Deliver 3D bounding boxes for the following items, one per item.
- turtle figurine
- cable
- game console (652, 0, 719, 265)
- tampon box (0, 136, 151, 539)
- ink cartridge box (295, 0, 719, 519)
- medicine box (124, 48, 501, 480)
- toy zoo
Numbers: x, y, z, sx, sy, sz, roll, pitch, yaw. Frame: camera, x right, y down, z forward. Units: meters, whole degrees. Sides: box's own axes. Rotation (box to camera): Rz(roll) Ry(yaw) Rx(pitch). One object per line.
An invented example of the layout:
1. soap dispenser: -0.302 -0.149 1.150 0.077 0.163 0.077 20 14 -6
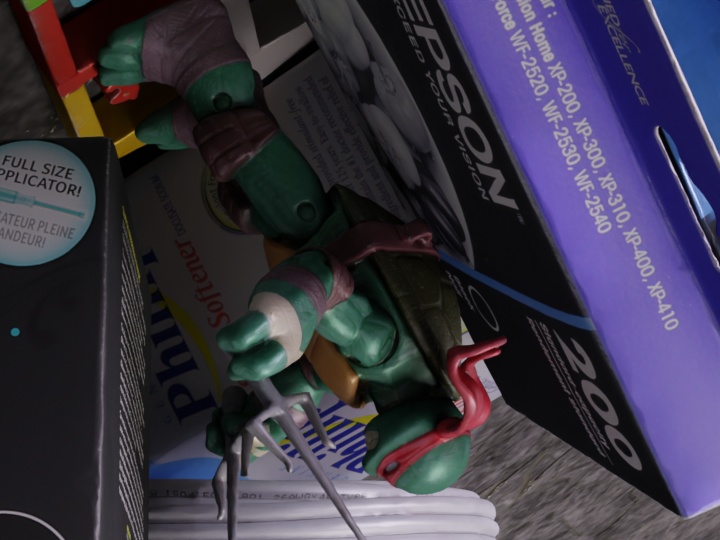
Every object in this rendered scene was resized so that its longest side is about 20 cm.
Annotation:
1. turtle figurine: -0.019 0.014 0.891 0.100 0.201 0.150 -20 158 -16
2. cable: -0.043 0.118 1.022 0.198 0.070 0.200 -5 170 14
3. game console: 0.120 -0.084 0.944 0.118 0.201 0.173 -23 -162 12
4. tampon box: -0.143 0.075 0.833 0.149 0.201 0.126 -2 156 1
5. ink cartridge box: 0.057 -0.024 0.826 0.043 0.199 0.200 -32 -161 -13
6. medicine box: 0.000 0.000 1.054 0.199 0.103 0.182 -33 161 13
7. toy zoo: -0.052 -0.102 0.912 0.131 0.021 0.200 -33 159 -9
